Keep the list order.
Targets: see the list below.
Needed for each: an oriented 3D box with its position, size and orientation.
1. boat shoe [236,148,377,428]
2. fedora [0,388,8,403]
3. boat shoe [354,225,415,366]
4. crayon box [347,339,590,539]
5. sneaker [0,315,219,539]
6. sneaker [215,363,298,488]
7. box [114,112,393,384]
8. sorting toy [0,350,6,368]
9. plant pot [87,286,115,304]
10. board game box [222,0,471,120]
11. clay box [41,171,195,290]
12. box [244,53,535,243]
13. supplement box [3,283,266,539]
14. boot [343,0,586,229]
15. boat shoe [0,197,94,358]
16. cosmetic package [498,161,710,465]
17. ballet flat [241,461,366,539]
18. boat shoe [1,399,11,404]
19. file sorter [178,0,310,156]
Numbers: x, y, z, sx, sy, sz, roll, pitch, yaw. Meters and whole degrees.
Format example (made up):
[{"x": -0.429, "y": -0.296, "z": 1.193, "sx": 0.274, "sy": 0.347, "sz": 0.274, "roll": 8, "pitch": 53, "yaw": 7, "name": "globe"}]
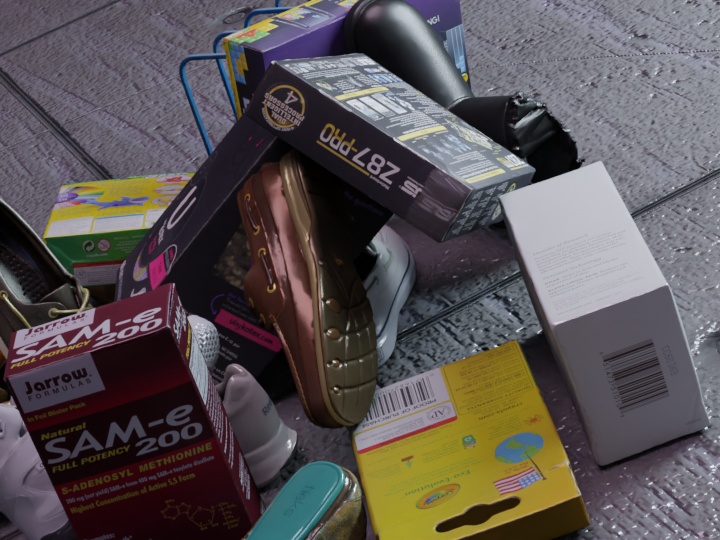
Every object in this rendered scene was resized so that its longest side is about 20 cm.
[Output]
[{"x": -0.038, "y": 0.017, "z": 1.498, "sx": 0.067, "sy": 0.072, "sz": 0.200, "roll": -24, "pitch": 61, "yaw": 23, "name": "boat shoe"}, {"x": -0.352, "y": 0.094, "z": 1.643, "sx": 0.200, "sy": 0.082, "sz": 0.201, "roll": -20, "pitch": -11, "yaw": -4, "name": "fedora"}, {"x": 0.000, "y": 0.000, "z": 1.685, "sx": 0.073, "sy": 0.067, "sz": 0.200, "roll": -17, "pitch": 26, "yaw": 7, "name": "boat shoe"}, {"x": 0.064, "y": 0.127, "z": 1.413, "sx": 0.127, "sy": 0.051, "sz": 0.200, "roll": -20, "pitch": 25, "yaw": 2, "name": "crayon box"}, {"x": -0.180, "y": 0.095, "z": 1.478, "sx": 0.200, "sy": 0.115, "sz": 0.075, "roll": -58, "pitch": -7, "yaw": 16, "name": "sneaker"}, {"x": -0.146, "y": 0.116, "z": 1.547, "sx": 0.200, "sy": 0.087, "sz": 0.075, "roll": -18, "pitch": 27, "yaw": 8, "name": "sneaker"}, {"x": -0.079, "y": -0.020, "z": 1.633, "sx": 0.200, "sy": 0.106, "sz": 0.122, "roll": -50, "pitch": 19, "yaw": 16, "name": "box"}, {"x": -0.305, "y": 0.033, "z": 1.813, "sx": 0.200, "sy": 0.107, "sz": 0.180, "roll": -1, "pitch": 28, "yaw": 35, "name": "sorting toy"}, {"x": -0.135, "y": -0.019, "z": 1.868, "sx": 0.200, "sy": 0.028, "sz": 0.200, "roll": -17, "pitch": 27, "yaw": 9, "name": "plant pot"}, {"x": -0.003, "y": -0.137, "z": 1.807, "sx": 0.200, "sy": 0.166, "sz": 0.057, "roll": -27, "pitch": 33, "yaw": -31, "name": "board game box"}, {"x": -0.184, "y": -0.035, "z": 1.797, "sx": 0.115, "sy": 0.048, "sz": 0.200, "roll": -5, "pitch": 14, "yaw": -1, "name": "clay box"}, {"x": 0.025, "y": -0.089, "z": 1.564, "sx": 0.161, "sy": 0.049, "sz": 0.200, "roll": 32, "pitch": 14, "yaw": 10, "name": "box"}, {"x": -0.131, "y": 0.118, "z": 1.400, "sx": 0.109, "sy": 0.200, "sz": 0.061, "roll": -18, "pitch": 26, "yaw": 6, "name": "supplement box"}, {"x": 0.081, "y": -0.120, "z": 1.723, "sx": 0.073, "sy": 0.198, "sz": 0.162, "roll": -35, "pitch": 23, "yaw": -22, "name": "boot"}, {"x": -0.234, "y": 0.027, "z": 1.666, "sx": 0.060, "sy": 0.202, "sz": 0.072, "roll": -45, "pitch": -5, "yaw": 41, "name": "boat shoe"}, {"x": 0.156, "y": 0.023, "z": 1.480, "sx": 0.081, "sy": 0.113, "sz": 0.200, "roll": -20, "pitch": 24, "yaw": 1, "name": "cosmetic package"}, {"x": -0.064, "y": 0.197, "z": 1.356, "sx": 0.071, "sy": 0.071, "sz": 0.200, "roll": 8, "pitch": 41, "yaw": 44, "name": "ballet flat"}, {"x": -0.263, "y": 0.142, "z": 1.616, "sx": 0.200, "sy": 0.072, "sz": 0.065, "roll": -19, "pitch": 65, "yaw": 2, "name": "boat shoe"}, {"x": -0.039, "y": -0.173, "z": 1.974, "sx": 0.139, "sy": 0.123, "sz": 0.200, "roll": 3, "pitch": 31, "yaw": 38, "name": "file sorter"}]
